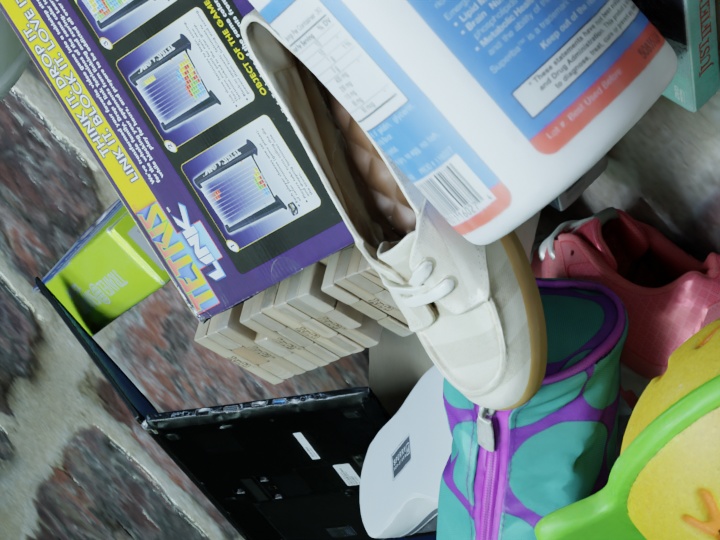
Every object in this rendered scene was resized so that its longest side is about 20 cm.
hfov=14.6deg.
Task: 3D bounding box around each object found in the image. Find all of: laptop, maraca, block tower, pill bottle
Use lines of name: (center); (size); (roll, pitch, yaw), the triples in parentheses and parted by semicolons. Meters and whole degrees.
laptop: (-0.059, 0.075, 1.553); (0.199, 0.104, 0.177); (-8, 150, 18)
maraca: (0.161, 0.082, 1.181); (0.137, 0.200, 0.108); (17, -135, -39)
block tower: (0.000, 0.000, 1.339); (0.058, 0.054, 0.199); (29, 150, -28)
pill bottle: (0.020, -0.118, 1.090); (0.200, 0.112, 0.112); (48, 160, -5)

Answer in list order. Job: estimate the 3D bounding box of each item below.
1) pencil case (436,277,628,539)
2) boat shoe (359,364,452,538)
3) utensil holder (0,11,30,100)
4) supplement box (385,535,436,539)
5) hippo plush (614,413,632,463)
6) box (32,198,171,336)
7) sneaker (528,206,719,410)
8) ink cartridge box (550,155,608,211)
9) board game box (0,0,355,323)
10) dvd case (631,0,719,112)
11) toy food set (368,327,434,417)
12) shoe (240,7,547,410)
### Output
pencil case: (0.070, 0.100, 1.256); (0.085, 0.092, 0.201); (21, 128, 27)
boat shoe: (0.058, 0.093, 1.397); (0.200, 0.067, 0.072); (128, 141, -64)
utensil holder: (-0.249, -0.188, 1.482); (0.170, 0.170, 0.200); (42, 157, 11)
supplement box: (0.060, 0.235, 1.698); (0.199, 0.134, 0.200); (30, 154, 37)
hippo plush: (0.145, 0.159, 1.351); (0.200, 0.159, 0.161); (24, 151, 47)
box: (-0.108, -0.029, 1.554); (0.048, 0.122, 0.200); (46, 160, -6)
sneaker: (0.107, 0.002, 1.291); (0.199, 0.074, 0.087); (21, 134, 43)
ink cartridge box: (0.021, -0.110, 1.268); (0.200, 0.039, 0.100); (33, 157, 34)
board game box: (-0.064, -0.093, 1.270); (0.165, 0.057, 0.201); (-25, 99, 50)
dvd case: (0.059, -0.158, 1.127); (0.200, 0.022, 0.146); (36, 157, 29)
toy food set: (0.074, 0.063, 1.479); (0.143, 0.060, 0.201); (41, 153, 26)
shoe: (0.012, -0.029, 1.160); (0.070, 0.053, 0.201); (-34, 80, 50)
